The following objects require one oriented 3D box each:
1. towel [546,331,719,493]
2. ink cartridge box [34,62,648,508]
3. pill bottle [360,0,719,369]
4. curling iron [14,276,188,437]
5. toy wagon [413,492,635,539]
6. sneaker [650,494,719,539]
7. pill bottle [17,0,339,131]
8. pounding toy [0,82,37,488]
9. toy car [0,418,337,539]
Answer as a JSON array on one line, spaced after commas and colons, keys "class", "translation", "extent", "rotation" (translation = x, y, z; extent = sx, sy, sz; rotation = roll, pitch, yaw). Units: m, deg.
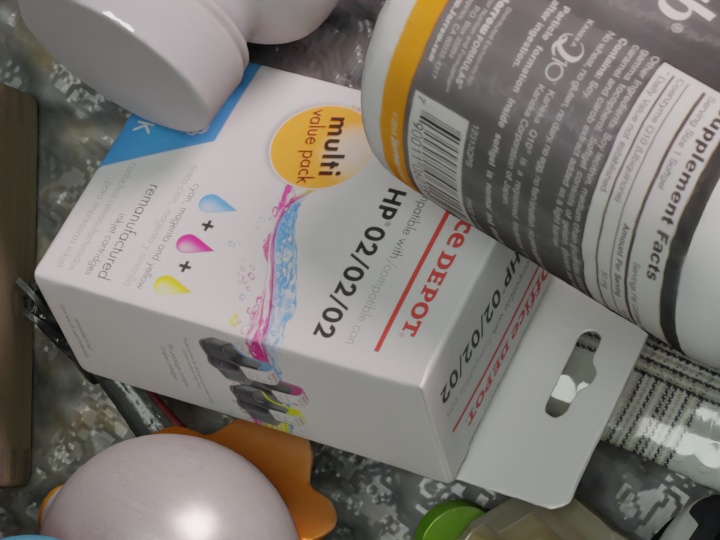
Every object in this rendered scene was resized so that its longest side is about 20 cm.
[{"class": "towel", "translation": [0.154, -0.013, 1.077], "extent": [0.200, 0.035, 0.193], "rotation": [26, 92, 12]}, {"class": "ink cartridge box", "translation": [0.000, 0.000, 1.048], "extent": [0.200, 0.068, 0.115], "rotation": [15, 60, 23]}, {"class": "pill bottle", "translation": [0.107, -0.038, 0.940], "extent": [0.200, 0.116, 0.116], "rotation": [32, 93, 28]}, {"class": "curling iron", "translation": [-0.062, 0.075, 1.112], "extent": [0.026, 0.050, 0.200], "rotation": [-41, 86, 7]}, {"class": "toy wagon", "translation": [0.029, 0.169, 1.032], "extent": [0.040, 0.155, 0.200], "rotation": [32, 93, -22]}, {"class": "sneaker", "translation": [0.072, 0.162, 1.061], "extent": [0.083, 0.072, 0.200], "rotation": [27, 84, 41]}, {"class": "pill bottle", "translation": [-0.037, -0.154, 1.054], "extent": [0.111, 0.111, 0.200], "rotation": [29, 73, 11]}, {"class": "pounding toy", "translation": [-0.231, -0.018, 1.096], "extent": [0.184, 0.142, 0.200], "rotation": [0, 87, 10]}, {"class": "toy car", "translation": [-0.099, 0.114, 1.033], "extent": [0.177, 0.185, 0.200], "rotation": [23, 49, 27]}]
